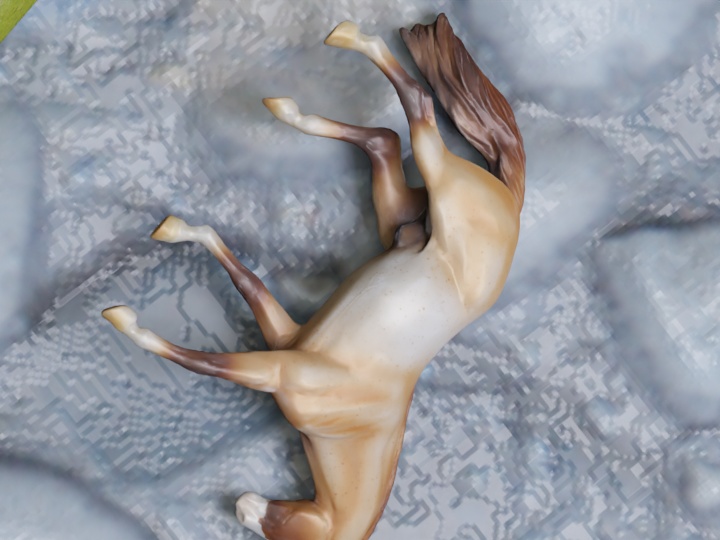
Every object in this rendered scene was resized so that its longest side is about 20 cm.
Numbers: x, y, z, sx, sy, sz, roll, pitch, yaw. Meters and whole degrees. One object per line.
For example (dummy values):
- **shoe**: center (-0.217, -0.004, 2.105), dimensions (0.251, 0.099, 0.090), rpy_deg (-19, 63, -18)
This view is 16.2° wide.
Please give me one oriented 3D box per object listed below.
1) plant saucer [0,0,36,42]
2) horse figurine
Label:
- **plant saucer**: center (-0.229, -0.096, 0.864), dimensions (0.200, 0.048, 0.200), rpy_deg (44, 78, -23)
- **horse figurine**: center (0.000, 0.000, 0.912), dimensions (0.132, 0.050, 0.200), rpy_deg (41, 76, -13)
